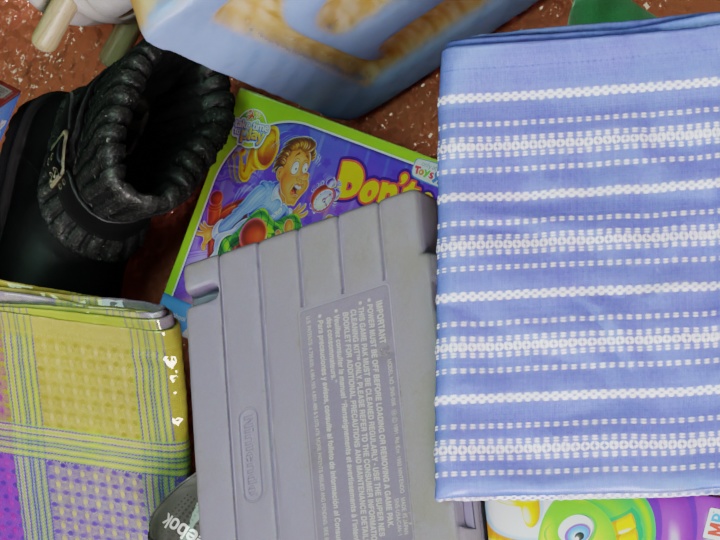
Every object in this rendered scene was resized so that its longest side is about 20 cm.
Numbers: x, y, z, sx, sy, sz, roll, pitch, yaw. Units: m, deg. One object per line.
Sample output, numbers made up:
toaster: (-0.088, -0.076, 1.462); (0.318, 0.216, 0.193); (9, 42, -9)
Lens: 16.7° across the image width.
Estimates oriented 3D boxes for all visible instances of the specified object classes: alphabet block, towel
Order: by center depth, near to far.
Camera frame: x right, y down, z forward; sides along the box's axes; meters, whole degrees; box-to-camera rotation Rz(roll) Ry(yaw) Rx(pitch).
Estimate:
towel: (0.100, -0.007, 1.000); (0.144, 0.024, 0.201); (-3, 73, 14)
alphabet block: (-0.016, -0.222, 1.228); (0.195, 0.196, 0.201); (-32, 65, 22)
towel: (-0.147, 0.101, 1.288); (0.143, 0.023, 0.201); (5, 112, 25)

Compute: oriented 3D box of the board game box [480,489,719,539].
board game box: (0.087, 0.140, 1.049); (0.199, 0.105, 0.104); (8, 78, 33)

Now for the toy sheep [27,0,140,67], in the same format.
toy sheep: (-0.144, -0.192, 1.345); (0.138, 0.138, 0.200); (-52, 55, 13)

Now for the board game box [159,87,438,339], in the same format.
board game box: (0.000, 0.000, 1.262); (0.199, 0.045, 0.135); (22, 93, 34)

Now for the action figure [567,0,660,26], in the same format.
action figure: (0.165, -0.041, 1.083); (0.055, 0.199, 0.119); (-143, 73, -76)

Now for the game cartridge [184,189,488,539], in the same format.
game cartridge: (-0.011, 0.075, 1.050); (0.129, 0.038, 0.201); (-15, 64, 22)

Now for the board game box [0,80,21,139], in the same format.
board game box: (-0.246, -0.004, 1.346); (0.019, 0.103, 0.201); (28, 111, 4)

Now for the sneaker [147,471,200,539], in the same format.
sneaker: (-0.060, 0.113, 1.218); (0.066, 0.090, 0.201); (25, 113, 31)

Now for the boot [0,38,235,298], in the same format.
boot: (-0.139, -0.015, 1.303); (0.157, 0.079, 0.212); (-12, 72, 53)
